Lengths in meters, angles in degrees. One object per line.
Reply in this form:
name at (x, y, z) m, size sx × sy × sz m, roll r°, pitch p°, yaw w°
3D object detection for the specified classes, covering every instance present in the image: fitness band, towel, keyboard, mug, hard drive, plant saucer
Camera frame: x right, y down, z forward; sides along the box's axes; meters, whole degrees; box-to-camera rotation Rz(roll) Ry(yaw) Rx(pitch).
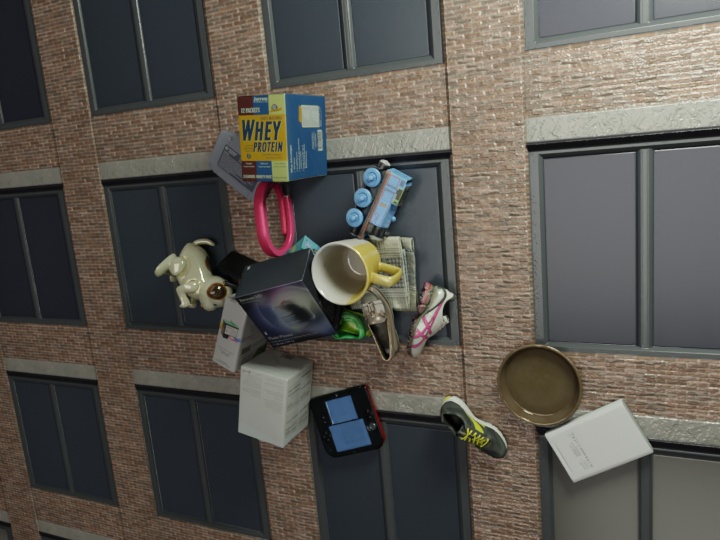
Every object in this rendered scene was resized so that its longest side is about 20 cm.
fitness band at (-0.223, -0.136, 1.620) m, size 0.037 × 0.143 × 0.204 m, roll -2°, pitch 101°, yaw 23°
towel at (0.051, 0.011, 1.585) m, size 0.197 × 0.034 × 0.196 m, roll -1°, pitch 101°, yaw 25°
keyboard at (-0.314, 0.021, 1.719) m, size 0.198 × 0.127 × 0.021 m, roll 24°, pitch 139°, yaw 19°
mug at (-0.008, 0.002, 1.510) m, size 0.186 × 0.153 × 0.150 m, roll 43°, pitch 116°, yaw 7°
hard drive at (0.549, 0.397, 1.441) m, size 0.199 × 0.026 × 0.133 m, roll -34°, pitch 86°, yaw 28°
plant saucer at (0.424, 0.268, 1.470) m, size 0.197 × 0.029 × 0.204 m, roll 7°, pitch 105°, yaw 25°

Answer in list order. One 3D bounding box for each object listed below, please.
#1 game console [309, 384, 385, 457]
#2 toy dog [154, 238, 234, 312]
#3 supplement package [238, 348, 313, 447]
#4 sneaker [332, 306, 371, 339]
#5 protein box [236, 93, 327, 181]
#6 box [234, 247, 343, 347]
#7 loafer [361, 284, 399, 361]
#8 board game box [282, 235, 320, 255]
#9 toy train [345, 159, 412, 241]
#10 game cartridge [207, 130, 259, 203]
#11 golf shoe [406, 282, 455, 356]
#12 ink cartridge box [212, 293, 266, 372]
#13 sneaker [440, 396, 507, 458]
game console at (-0.037, 0.421, 1.726) m, size 0.198 × 0.031 × 0.179 m, roll -20°, pitch 93°, yaw 27°
toy dog at (-0.453, 0.030, 1.791) m, size 0.200 × 0.140 × 0.194 m, roll 43°, pitch 79°, yaw 12°
supplement package at (-0.236, 0.352, 1.736) m, size 0.150 × 0.150 × 0.204 m, roll 12°, pitch 107°, yaw 22°
sneaker at (-0.063, 0.132, 1.640) m, size 0.197 × 0.083 × 0.075 m, roll 12°, pitch 108°, yaw 23°
protein box at (-0.186, -0.327, 1.525) m, size 0.133 × 0.200 × 0.202 m, roll 4°, pitch 104°, yaw 24°
box at (-0.176, 0.074, 1.563) m, size 0.197 × 0.124 × 0.200 m, roll -15°, pitch 128°, yaw 22°
loafer at (0.050, 0.135, 1.577) m, size 0.071 × 0.063 × 0.203 m, roll -14°, pitch 109°, yaw 22°
board game box at (-0.153, 0.018, 1.623) m, size 0.150 × 0.047 × 0.199 m, roll 37°, pitch 129°, yaw -22°
toy train at (0.043, -0.164, 1.516) m, size 0.113 × 0.087 × 0.202 m, roll 28°, pitch 108°, yaw 11°
game cartridge at (-0.319, -0.287, 1.692) m, size 0.199 × 0.041 × 0.134 m, roll 38°, pitch 119°, yaw 13°
golf shoe at (0.170, 0.133, 1.534) m, size 0.091 × 0.073 × 0.203 m, roll 17°, pitch 115°, yaw 1°
ink cartridge box at (-0.322, 0.159, 1.735) m, size 0.083 × 0.144 × 0.203 m, roll 24°, pitch 111°, yaw 20°
sneaker at (0.273, 0.403, 1.542) m, size 0.199 × 0.084 × 0.075 m, roll 37°, pitch 116°, yaw 13°
